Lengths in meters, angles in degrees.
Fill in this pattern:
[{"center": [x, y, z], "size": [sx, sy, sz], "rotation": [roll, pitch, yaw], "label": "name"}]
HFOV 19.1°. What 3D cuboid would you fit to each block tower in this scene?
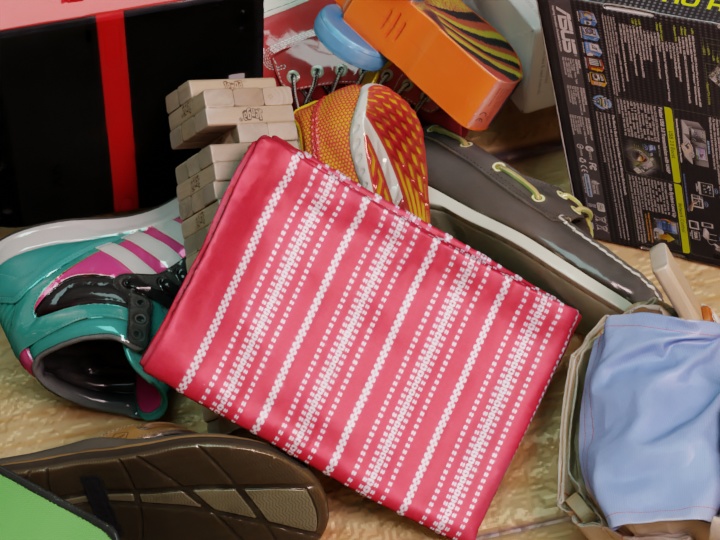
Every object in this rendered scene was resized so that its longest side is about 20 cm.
[{"center": [-0.060, -0.004, 1.143], "size": [0.058, 0.054, 0.200], "rotation": [-5, 81, -28], "label": "block tower"}]

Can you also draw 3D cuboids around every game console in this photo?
[{"center": [-0.142, -0.094, 1.194], "size": [0.177, 0.200, 0.031], "rotation": [-10, 61, -9], "label": "game console"}]

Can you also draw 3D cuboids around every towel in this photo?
[{"center": [0.002, 0.035, 1.103], "size": [0.200, 0.022, 0.145], "rotation": [29, 77, -7], "label": "towel"}]

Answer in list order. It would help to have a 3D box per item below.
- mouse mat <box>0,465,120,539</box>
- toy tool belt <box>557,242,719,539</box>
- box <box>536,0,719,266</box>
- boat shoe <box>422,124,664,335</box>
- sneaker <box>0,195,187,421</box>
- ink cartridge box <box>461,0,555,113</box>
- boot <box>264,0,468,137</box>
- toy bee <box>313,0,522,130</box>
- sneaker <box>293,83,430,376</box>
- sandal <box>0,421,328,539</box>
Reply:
[{"center": [-0.229, 0.170, 1.110], "size": [0.200, 0.008, 0.161], "rotation": [24, 85, 27], "label": "mouse mat"}, {"center": [0.155, 0.096, 1.037], "size": [0.125, 0.123, 0.200], "rotation": [-6, 52, 10], "label": "toy tool belt"}, {"center": [0.184, -0.078, 1.117], "size": [0.160, 0.200, 0.044], "rotation": [13, 57, 24], "label": "box"}, {"center": [0.091, -0.025, 1.180], "size": [0.201, 0.072, 0.061], "rotation": [30, 69, 34], "label": "boat shoe"}, {"center": [-0.105, 0.020, 1.187], "size": [0.200, 0.084, 0.121], "rotation": [-14, 54, -1], "label": "sneaker"}, {"center": [0.158, -0.175, 1.254], "size": [0.200, 0.068, 0.115], "rotation": [-18, 50, -20], "label": "ink cartridge box"}, {"center": [-0.016, -0.106, 1.274], "size": [0.200, 0.072, 0.144], "rotation": [-31, 53, -15], "label": "boot"}, {"center": [0.020, -0.165, 1.206], "size": [0.131, 0.200, 0.109], "rotation": [-32, 0, 29], "label": "toy bee"}, {"center": [0.000, 0.000, 1.167], "size": [0.077, 0.073, 0.200], "rotation": [-12, 74, 42], "label": "sneaker"}, {"center": [-0.114, 0.115, 1.133], "size": [0.200, 0.082, 0.055], "rotation": [-6, 29, 18], "label": "sandal"}]
